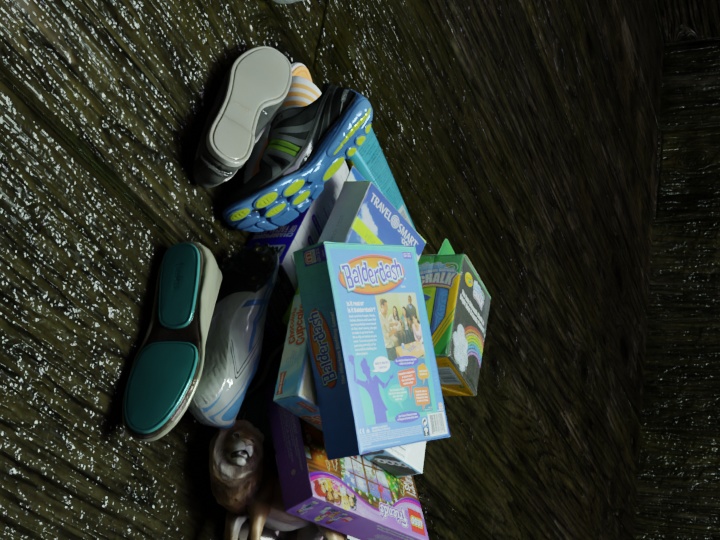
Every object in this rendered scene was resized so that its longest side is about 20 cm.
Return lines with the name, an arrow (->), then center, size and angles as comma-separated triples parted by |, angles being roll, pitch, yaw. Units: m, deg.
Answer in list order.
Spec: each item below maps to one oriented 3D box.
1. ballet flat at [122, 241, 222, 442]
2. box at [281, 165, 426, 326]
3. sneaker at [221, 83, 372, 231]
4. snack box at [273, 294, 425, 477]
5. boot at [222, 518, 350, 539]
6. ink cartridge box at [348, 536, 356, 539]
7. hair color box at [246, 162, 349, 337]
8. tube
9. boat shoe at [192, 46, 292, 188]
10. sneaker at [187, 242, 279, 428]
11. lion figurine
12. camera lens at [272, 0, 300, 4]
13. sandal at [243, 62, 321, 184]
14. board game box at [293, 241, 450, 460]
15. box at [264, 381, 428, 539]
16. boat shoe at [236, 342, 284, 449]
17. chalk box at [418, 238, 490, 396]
ballet flat -> -0.166, 0.070, 1.038 | 0.070, 0.069, 0.201 | 52, 43, -52
box -> 0.000, 0.000, 1.228 | 0.122, 0.047, 0.201 | 45, 59, -40
sneaker -> -0.073, -0.119, 1.192 | 0.200, 0.083, 0.071 | -47, 154, -13
snack box -> -0.001, 0.118, 1.144 | 0.200, 0.037, 0.117 | 38, 49, -38
boot -> -0.079, 0.258, 1.183 | 0.145, 0.070, 0.202 | -7, 85, -42
ink cartridge box -> -0.040, 0.237, 1.321 | 0.173, 0.043, 0.202 | -37, 121, -46
hair color box -> -0.062, -0.033, 1.270 | 0.201, 0.064, 0.110 | -68, 146, -44
tube -> 0.019, -0.119, 1.480 | 0.078, 0.050, 0.201 | -67, 141, -50
boat shoe -> -0.127, -0.161, 1.164 | 0.067, 0.057, 0.201 | 36, 42, -15
sneaker -> -0.125, 0.062, 1.119 | 0.073, 0.071, 0.201 | 66, 34, -51
lion figurine -> -0.076, 0.236, 1.127 | 0.199, 0.072, 0.123 | 34, 51, -34
camera lens -> -0.028, -0.377, 1.207 | 0.160, 0.198, 0.162 | -2, 90, -66
sandal -> -0.070, -0.146, 1.264 | 0.079, 0.059, 0.208 | 61, 36, -45
board game box -> 0.013, 0.075, 1.109 | 0.152, 0.045, 0.202 | 2, 76, -52
box -> -0.012, 0.202, 1.157 | 0.200, 0.039, 0.138 | 33, 34, -45
boat shoe -> -0.078, 0.135, 1.222 | 0.200, 0.061, 0.073 | -46, 129, -58
chalk box -> 0.098, 0.056, 1.545 | 0.125, 0.123, 0.201 | 54, 40, -49
